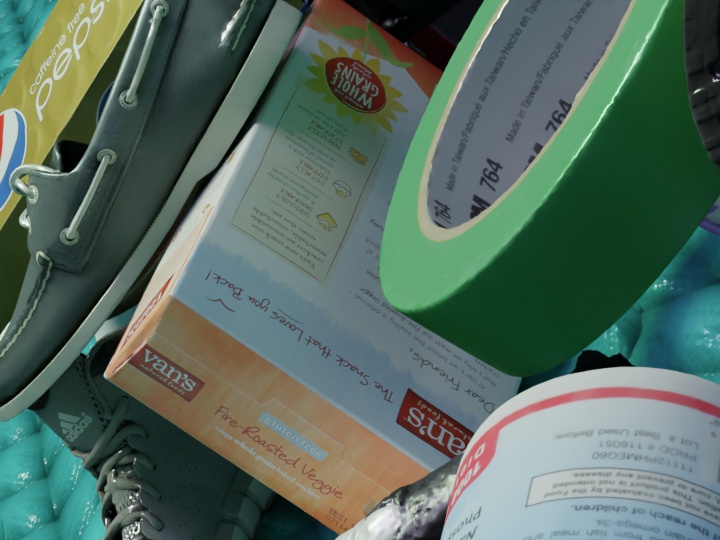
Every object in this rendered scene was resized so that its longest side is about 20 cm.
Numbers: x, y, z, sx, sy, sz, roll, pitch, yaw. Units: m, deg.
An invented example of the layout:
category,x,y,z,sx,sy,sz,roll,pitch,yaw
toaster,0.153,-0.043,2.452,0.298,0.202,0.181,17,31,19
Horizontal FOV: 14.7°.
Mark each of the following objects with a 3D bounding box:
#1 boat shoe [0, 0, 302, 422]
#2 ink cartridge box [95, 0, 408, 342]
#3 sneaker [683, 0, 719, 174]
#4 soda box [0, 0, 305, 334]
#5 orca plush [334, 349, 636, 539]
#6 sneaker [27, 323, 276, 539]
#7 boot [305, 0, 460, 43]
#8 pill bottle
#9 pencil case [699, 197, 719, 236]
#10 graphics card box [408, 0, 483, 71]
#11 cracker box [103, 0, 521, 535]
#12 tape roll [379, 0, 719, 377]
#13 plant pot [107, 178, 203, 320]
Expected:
category,x,y,z,sx,sy,sz,roll,pitch,yaw
boat shoe,-0.099,-0.033,1.067,0.200,0.062,0.073,-54,9,17
ink cartridge box,-0.055,-0.043,1.246,0.200,0.043,0.198,-35,64,36
sneaker,0.133,-0.097,0.812,0.074,0.201,0.081,-18,-5,43
soda box,-0.105,-0.059,1.132,0.200,0.064,0.068,-55,34,23
orca plush,0.033,0.114,0.940,0.199,0.071,0.105,-34,-23,10
sneaker,-0.099,0.095,1.125,0.075,0.115,0.201,-35,26,41
boot,0.049,-0.148,1.179,0.168,0.077,0.200,-37,-18,-11
pill bottle,0.063,0.126,0.738,0.109,0.109,0.201,-35,23,33
pencil case,0.145,-0.089,1.026,0.085,0.084,0.200,-7,32,10
graphics card box,0.029,-0.173,1.354,0.051,0.125,0.201,-40,20,39
cracker box,0.000,0.000,1.054,0.058,0.134,0.200,-47,12,39
tape roll,0.079,-0.064,0.930,0.201,0.048,0.201,-54,15,22
plant pot,-0.095,-0.068,1.209,0.200,0.027,0.201,-32,49,45
